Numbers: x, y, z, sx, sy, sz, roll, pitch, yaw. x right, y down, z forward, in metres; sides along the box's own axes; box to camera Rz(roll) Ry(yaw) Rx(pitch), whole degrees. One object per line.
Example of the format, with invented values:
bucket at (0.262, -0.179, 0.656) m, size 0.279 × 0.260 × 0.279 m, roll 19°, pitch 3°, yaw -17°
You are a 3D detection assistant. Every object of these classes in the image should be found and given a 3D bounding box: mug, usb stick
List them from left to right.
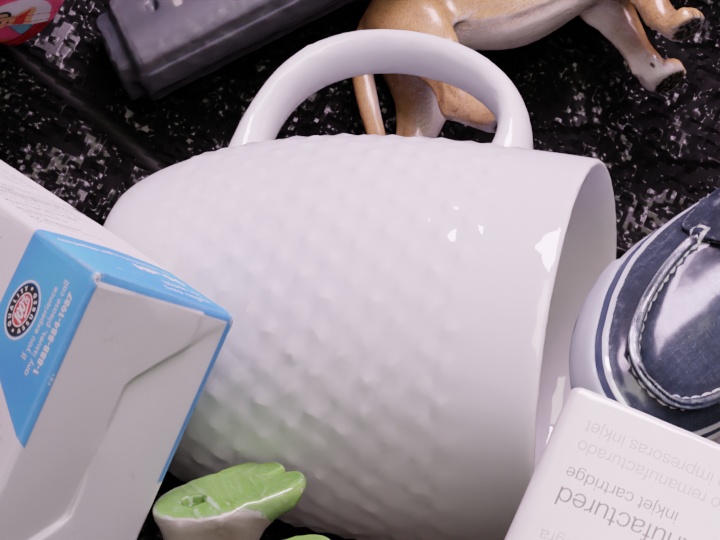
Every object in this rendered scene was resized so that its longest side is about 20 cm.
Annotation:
usb stick at (-0.012, -0.130, 1.019) m, size 0.199 × 0.033 × 0.056 m, roll -27°, pitch 50°, yaw 0°
mug at (0.000, 0.000, 0.933) m, size 0.174 × 0.148 × 0.201 m, roll 7°, pitch 65°, yaw 15°

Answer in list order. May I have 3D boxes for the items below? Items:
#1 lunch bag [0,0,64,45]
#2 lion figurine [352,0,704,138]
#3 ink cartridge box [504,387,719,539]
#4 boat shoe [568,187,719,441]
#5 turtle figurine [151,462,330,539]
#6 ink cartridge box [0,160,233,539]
lunch bag at (-0.154, -0.196, 0.963) m, size 0.082 × 0.200 × 0.177 m, roll -16°, pitch 69°, yaw -41°
lion figurine at (0.062, -0.113, 1.037) m, size 0.199 × 0.073 × 0.123 m, roll -25°, pitch 65°, yaw -13°
ink cartridge box at (0.088, 0.159, 0.740) m, size 0.146 × 0.083 × 0.201 m, roll 22°, pitch 73°, yaw 9°
boat shoe at (0.153, -0.012, 0.889) m, size 0.071 × 0.091 × 0.200 m, roll 49°, pitch 51°, yaw 0°
turtle figurine at (0.003, 0.168, 0.858) m, size 0.198 × 0.195 × 0.144 m, roll -1°, pitch 23°, yaw 22°
ink cartridge box at (-0.144, 0.022, 0.893) m, size 0.200 × 0.068 × 0.117 m, roll 32°, pitch 99°, yaw 45°
